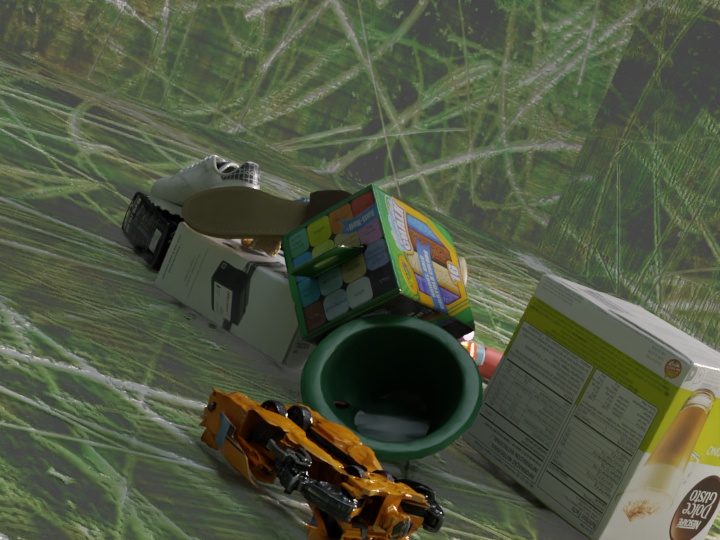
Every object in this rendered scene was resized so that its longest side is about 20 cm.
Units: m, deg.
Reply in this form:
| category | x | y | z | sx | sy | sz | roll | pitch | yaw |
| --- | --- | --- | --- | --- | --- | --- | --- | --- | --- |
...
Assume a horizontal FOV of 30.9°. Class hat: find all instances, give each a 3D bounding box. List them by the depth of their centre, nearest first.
| category | x | y | z | sx | sy | sz | roll | pitch | yaw |
| --- | --- | --- | --- | --- | --- | --- | --- | --- | --- |
| hat | 0.027 | 0.155 | 1.253 | 0.165 | 0.177 | 0.200 | 28 | 47 | 19 |

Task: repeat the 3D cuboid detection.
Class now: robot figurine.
| category | x | y | z | sx | sy | sz | roll | pitch | yaw |
| --- | --- | --- | --- | --- | --- | --- | --- | --- | --- |
| robot figurine | -0.030 | 0.152 | 0.972 | 0.144 | 0.059 | 0.200 | 16 | 11 | -42 |

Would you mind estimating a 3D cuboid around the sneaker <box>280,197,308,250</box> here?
| category | x | y | z | sx | sy | sz | roll | pitch | yaw |
| --- | --- | --- | --- | --- | --- | --- | --- | --- | --- |
| sneaker | -0.036 | -0.028 | 1.536 | 0.200 | 0.078 | 0.076 | 36 | -18 | 30 |

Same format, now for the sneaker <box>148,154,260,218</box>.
| category | x | y | z | sx | sy | sz | roll | pitch | yaw |
| --- | --- | --- | --- | --- | --- | --- | --- | --- | --- |
| sneaker | -0.180 | -0.096 | 1.537 | 0.076 | 0.081 | 0.199 | 7 | 5 | -41 |

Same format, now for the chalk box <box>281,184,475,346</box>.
| category | x | y | z | sx | sy | sz | roll | pitch | yaw |
| --- | --- | --- | --- | --- | --- | --- | --- | --- | --- |
| chalk box | 0.006 | 0.006 | 1.313 | 0.200 | 0.124 | 0.125 | 29 | 41 | -52 |

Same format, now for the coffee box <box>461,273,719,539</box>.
| category | x | y | z | sx | sy | sz | roll | pitch | yaw |
| --- | --- | --- | --- | --- | --- | --- | --- | --- | --- |
| coffee box | 0.264 | 0.148 | 1.324 | 0.199 | 0.199 | 0.200 | 17 | 13 | -45 |

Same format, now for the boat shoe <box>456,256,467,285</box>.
| category | x | y | z | sx | sy | sz | roll | pitch | yaw |
| --- | --- | --- | --- | --- | --- | --- | --- | --- | --- |
| boat shoe | 0.063 | 0.032 | 1.621 | 0.064 | 0.072 | 0.200 | 13 | -27 | -25 |

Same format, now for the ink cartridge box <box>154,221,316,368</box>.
| category | x | y | z | sx | sy | sz | roll | pitch | yaw |
| --- | --- | --- | --- | --- | --- | --- | --- | --- | --- |
| ink cartridge box | -0.104 | 0.028 | 1.445 | 0.199 | 0.084 | 0.145 | 29 | 9 | 30 |

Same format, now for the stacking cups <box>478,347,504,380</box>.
| category | x | y | z | sx | sy | sz | roll | pitch | yaw |
| --- | --- | --- | --- | --- | --- | --- | --- | --- | --- |
| stacking cups | 0.249 | 0.159 | 1.733 | 0.199 | 0.061 | 0.060 | 23 | 8 | 15 |

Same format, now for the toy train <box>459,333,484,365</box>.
| category | x | y | z | sx | sy | sz | roll | pitch | yaw |
| --- | --- | --- | --- | --- | --- | --- | --- | --- | --- |
| toy train | 0.067 | 0.097 | 1.628 | 0.198 | 0.056 | 0.150 | 12 | -17 | -8 |

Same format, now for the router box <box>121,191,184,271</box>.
| category | x | y | z | sx | sy | sz | roll | pitch | yaw |
| --- | --- | --- | --- | --- | --- | --- | --- | --- | --- |
| router box | -0.184 | -0.025 | 1.627 | 0.199 | 0.063 | 0.150 | 19 | 9 | -29 |

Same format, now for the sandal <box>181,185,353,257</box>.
| category | x | y | z | sx | sy | sz | roll | pitch | yaw |
| --- | --- | --- | --- | --- | --- | --- | --- | --- | --- |
| sandal | -0.093 | -0.041 | 1.410 | 0.210 | 0.078 | 0.070 | 1 | -45 | 25 |
